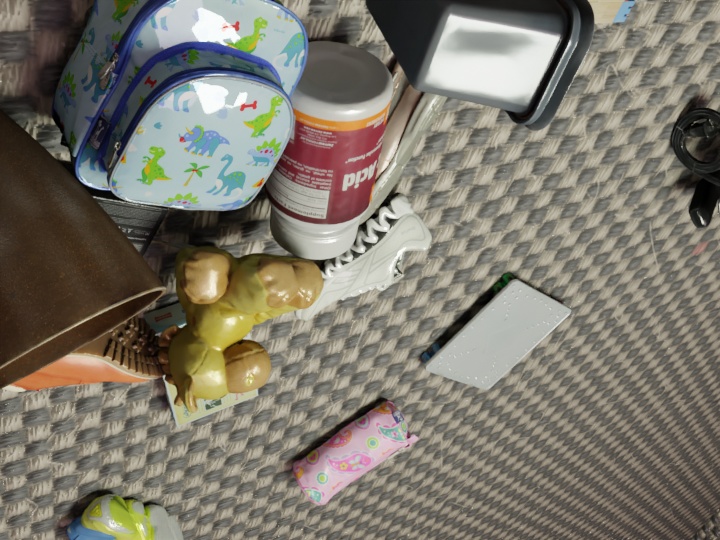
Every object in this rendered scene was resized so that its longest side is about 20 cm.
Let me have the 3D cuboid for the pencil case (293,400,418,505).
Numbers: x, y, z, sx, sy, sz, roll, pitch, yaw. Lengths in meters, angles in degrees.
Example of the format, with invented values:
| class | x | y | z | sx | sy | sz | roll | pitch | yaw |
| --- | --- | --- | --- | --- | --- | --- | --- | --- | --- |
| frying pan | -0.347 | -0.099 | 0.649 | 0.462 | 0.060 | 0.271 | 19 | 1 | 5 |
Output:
| class | x | y | z | sx | sy | sz | roll | pitch | yaw |
| --- | --- | --- | --- | --- | --- | --- | --- | --- | --- |
| pencil case | -0.009 | 0.289 | 1.403 | 0.199 | 0.088 | 0.088 | -34 | 144 | 3 |

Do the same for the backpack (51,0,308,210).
| class | x | y | z | sx | sy | sz | roll | pitch | yaw |
| --- | --- | --- | --- | --- | --- | --- | --- | --- | --- |
| backpack | -0.139 | -0.154 | 0.740 | 0.182 | 0.147 | 0.201 | 3 | 128 | -42 |

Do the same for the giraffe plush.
| class | x | y | z | sx | sy | sz | roll | pitch | yaw |
| --- | --- | --- | --- | --- | --- | --- | --- | --- | --- |
| giraffe plush | -0.144 | 0.060 | 0.909 | 0.172 | 0.198 | 0.164 | 1 | 97 | -68 |

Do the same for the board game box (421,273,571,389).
| class | x | y | z | sx | sy | sz | roll | pitch | yaw |
| --- | --- | --- | --- | --- | --- | --- | --- | --- | --- |
| board game box | 0.216 | 0.101 | 1.401 | 0.200 | 0.026 | 0.199 | -46 | 142 | 17 |

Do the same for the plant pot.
| class | x | y | z | sx | sy | sz | roll | pitch | yaw |
| --- | --- | --- | --- | --- | --- | --- | --- | --- | --- |
| plant pot | -0.289 | -0.025 | 0.717 | 0.186 | 0.201 | 0.187 | -30 | 180 | 0 |

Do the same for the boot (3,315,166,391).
| class | x | y | z | sx | sy | sz | roll | pitch | yaw |
| --- | --- | --- | --- | --- | --- | --- | --- | --- | --- |
| boot | -0.290 | 0.084 | 0.892 | 0.107 | 0.075 | 0.199 | -36 | 144 | 26 |

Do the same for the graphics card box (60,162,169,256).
| class | x | y | z | sx | sy | sz | roll | pitch | yaw |
| --- | --- | --- | --- | --- | --- | --- | --- | --- | --- |
| graphics card box | -0.289 | -0.010 | 0.874 | 0.125 | 0.051 | 0.200 | 7 | 130 | -41 |

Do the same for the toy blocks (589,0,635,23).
| class | x | y | z | sx | sy | sz | roll | pitch | yaw |
| --- | --- | --- | --- | --- | --- | --- | --- | --- | --- |
| toy blocks | 0.270 | -0.332 | 0.899 | 0.136 | 0.100 | 0.201 | -15 | 141 | -40 |

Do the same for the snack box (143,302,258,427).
| class | x | y | z | sx | sy | sz | roll | pitch | yaw |
| --- | --- | --- | --- | --- | --- | --- | --- | --- | --- |
| snack box | -0.192 | 0.109 | 1.095 | 0.115 | 0.037 | 0.201 | -19 | 142 | -17 |

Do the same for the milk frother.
| class | x | y | z | sx | sy | sz | roll | pitch | yaw |
| --- | --- | --- | --- | --- | --- | --- | --- | --- | --- |
| milk frother | 0.556 | -0.167 | 1.268 | 0.188 | 0.179 | 0.201 | -46 | 128 | -47 |

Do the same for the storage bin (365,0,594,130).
| class | x | y | z | sx | sy | sz | roll | pitch | yaw |
| --- | --- | --- | --- | --- | --- | --- | --- | --- | --- |
| storage bin | 0.097 | -0.236 | 0.791 | 0.133 | 0.201 | 0.146 | 2 | 133 | -25 |

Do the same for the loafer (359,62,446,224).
| class | x | y | z | sx | sy | sz | roll | pitch | yaw |
| --- | --- | --- | --- | --- | --- | --- | --- | --- | --- |
| loafer | 0.027 | -0.140 | 0.965 | 0.201 | 0.063 | 0.072 | -57 | 171 | 33 |

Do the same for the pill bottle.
| class | x | y | z | sx | sy | sz | roll | pitch | yaw |
| --- | --- | --- | --- | --- | --- | --- | --- | --- | --- |
| pill bottle | -0.037 | -0.114 | 0.887 | 0.113 | 0.115 | 0.201 | -14 | 140 | -23 |

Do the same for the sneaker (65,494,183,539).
| class | x | y | z | sx | sy | sz | roll | pitch | yaw |
| --- | --- | --- | --- | --- | --- | --- | --- | --- | --- |
| sneaker | -0.344 | 0.383 | 1.282 | 0.104 | 0.076 | 0.200 | -26 | 138 | 12 |

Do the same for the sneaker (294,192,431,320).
| class | x | y | z | sx | sy | sz | roll | pitch | yaw |
| --- | --- | --- | --- | --- | --- | --- | --- | --- | --- |
| sneaker | 0.000 | 0.000 | 1.060 | 0.200 | 0.081 | 0.075 | -43 | -174 | 17 |
